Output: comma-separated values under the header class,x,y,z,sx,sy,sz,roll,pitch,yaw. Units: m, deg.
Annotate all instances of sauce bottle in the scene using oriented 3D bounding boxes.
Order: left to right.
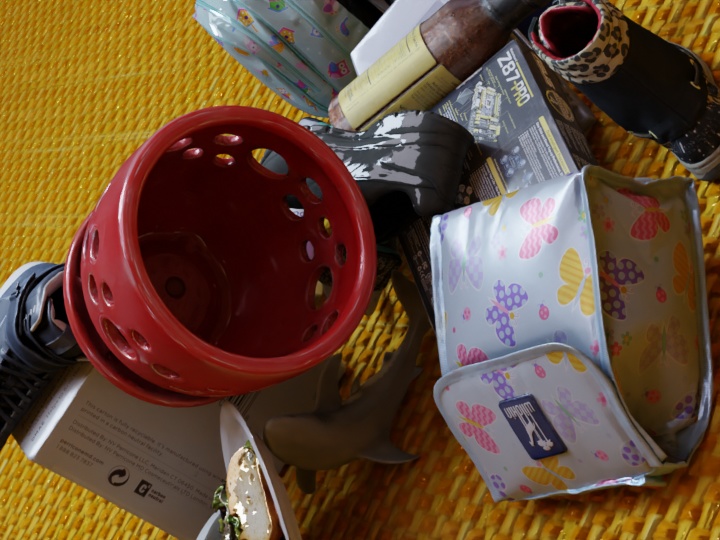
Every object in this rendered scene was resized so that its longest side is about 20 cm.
class,x,y,z,sx,sy,sz,roll,pitch,yaw
sauce bottle,0.064,-0.164,1.586,0.200,0.066,0.066,-36,33,22

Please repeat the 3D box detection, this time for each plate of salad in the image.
class,x,y,z,sx,sy,sz,roll,pitch,yaw
plate of salad,-0.080,0.195,1.502,0.048,0.200,0.200,-17,25,-14

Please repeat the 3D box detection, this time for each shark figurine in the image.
class,x,y,z,sx,sy,sz,roll,pitch,yaw
shark figurine,0.019,0.106,1.559,0.089,0.128,0.214,24,51,31

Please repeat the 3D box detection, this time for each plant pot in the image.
class,x,y,z,sx,sy,sz,roll,pitch,yaw
plant pot,-0.115,0.000,1.498,0.182,0.200,0.201,-29,37,56

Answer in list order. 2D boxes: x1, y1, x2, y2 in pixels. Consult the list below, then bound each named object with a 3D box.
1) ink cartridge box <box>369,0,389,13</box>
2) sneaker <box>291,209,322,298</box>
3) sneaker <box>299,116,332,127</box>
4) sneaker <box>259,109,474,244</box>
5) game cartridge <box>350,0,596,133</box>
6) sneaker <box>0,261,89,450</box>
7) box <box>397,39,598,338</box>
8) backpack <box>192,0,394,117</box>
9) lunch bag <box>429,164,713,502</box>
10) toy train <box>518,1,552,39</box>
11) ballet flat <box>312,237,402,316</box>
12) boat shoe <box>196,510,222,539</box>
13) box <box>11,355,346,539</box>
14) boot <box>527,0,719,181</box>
class,x,y,z,sx,sy,sz,roll,pitch,yaw
ink cartridge box,0.064,-0.357,1.932,0.146,0.086,0.200,-31,39,40
sneaker,-0.107,-0.022,1.837,0.200,0.073,0.115,-11,78,41
sneaker,-0.017,-0.081,1.806,0.088,0.074,0.200,-68,17,1
sneaker,-0.007,-0.063,1.549,0.200,0.076,0.091,-10,64,43
game cartridge,0.083,-0.139,1.629,0.133,0.041,0.200,-46,63,15
sneaker,-0.266,0.080,1.584,0.146,0.077,0.203,-1,59,60
box,0.101,-0.051,1.529,0.161,0.049,0.200,-42,48,24
backpack,-0.049,-0.216,1.839,0.127,0.200,0.167,-56,29,-5
lunch bag,0.135,0.046,1.340,0.169,0.127,0.201,-16,76,53
toy train,0.088,-0.189,1.733,0.200,0.085,0.116,-49,18,16
ballet flat,0.000,0.000,1.637,0.200,0.068,0.075,-52,-28,-79
boat shoe,-0.128,0.275,1.594,0.064,0.071,0.200,-16,50,50
box,-0.158,0.097,1.689,0.200,0.199,0.131,-57,27,0
boot,0.182,-0.153,1.455,0.074,0.154,0.204,-51,28,10
